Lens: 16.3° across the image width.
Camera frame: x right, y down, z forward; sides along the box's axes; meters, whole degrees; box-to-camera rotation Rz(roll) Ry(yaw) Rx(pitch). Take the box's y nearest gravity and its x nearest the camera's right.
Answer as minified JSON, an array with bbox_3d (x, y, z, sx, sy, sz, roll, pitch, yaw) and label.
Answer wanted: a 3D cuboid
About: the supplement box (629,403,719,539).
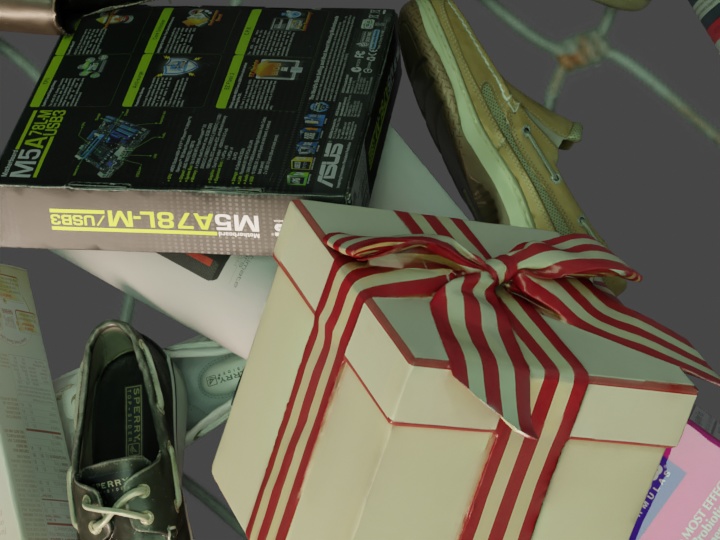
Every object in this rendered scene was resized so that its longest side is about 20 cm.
[{"bbox_3d":[0.220,0.167,1.359,0.200,0.103,0.101,36,97,8],"label":"supplement box"}]

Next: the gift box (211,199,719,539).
[{"bbox_3d":[0.055,0.076,1.233,0.183,0.200,0.188,3,116,-32],"label":"gift box"}]

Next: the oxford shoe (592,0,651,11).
[{"bbox_3d":[0.074,-0.184,1.404,0.199,0.071,0.075,25,121,6],"label":"oxford shoe"}]

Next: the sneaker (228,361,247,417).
[{"bbox_3d":[-0.023,0.137,1.366,0.078,0.075,0.201,-15,88,-2],"label":"sneaker"}]

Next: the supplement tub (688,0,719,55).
[{"bbox_3d":[0.209,-0.222,1.333,0.140,0.140,0.201,-31,87,8],"label":"supplement tub"}]

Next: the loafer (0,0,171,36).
[{"bbox_3d":[-0.186,-0.166,1.396,0.199,0.073,0.072,-16,45,-10],"label":"loafer"}]

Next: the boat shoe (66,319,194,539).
[{"bbox_3d":[-0.126,0.123,1.330,0.070,0.064,0.201,-13,61,11],"label":"boat shoe"}]

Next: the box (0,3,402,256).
[{"bbox_3d":[-0.084,-0.080,1.358,0.192,0.200,0.048,0,124,9],"label":"box"}]

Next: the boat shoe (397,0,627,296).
[{"bbox_3d":[0.088,-0.067,1.399,0.076,0.072,0.201,-24,95,-6],"label":"boat shoe"}]

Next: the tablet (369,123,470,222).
[{"bbox_3d":[0.000,0.000,1.395,0.130,0.014,0.200,-41,63,5],"label":"tablet"}]

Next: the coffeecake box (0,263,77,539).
[{"bbox_3d":[-0.245,0.114,1.407,0.153,0.073,0.201,-21,75,22],"label":"coffeecake box"}]

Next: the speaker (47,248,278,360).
[{"bbox_3d":[-0.094,-0.013,1.373,0.199,0.081,0.082,27,96,36],"label":"speaker"}]

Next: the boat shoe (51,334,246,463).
[{"bbox_3d":[-0.135,0.080,1.428,0.199,0.069,0.071,-25,87,8],"label":"boat shoe"}]
